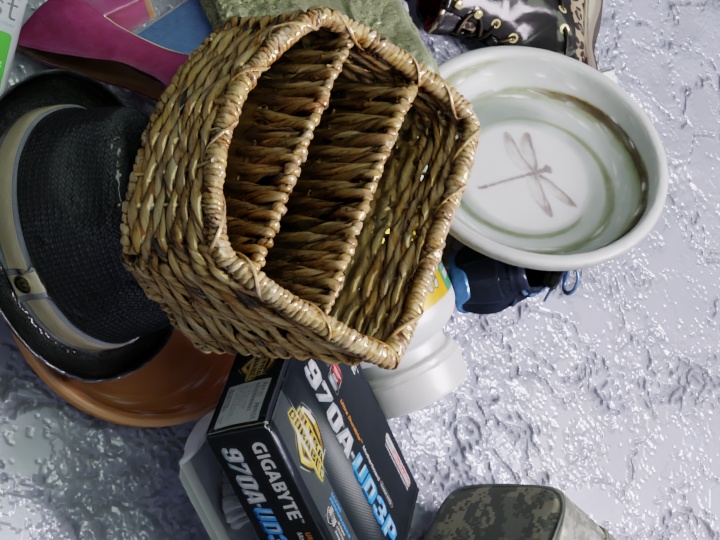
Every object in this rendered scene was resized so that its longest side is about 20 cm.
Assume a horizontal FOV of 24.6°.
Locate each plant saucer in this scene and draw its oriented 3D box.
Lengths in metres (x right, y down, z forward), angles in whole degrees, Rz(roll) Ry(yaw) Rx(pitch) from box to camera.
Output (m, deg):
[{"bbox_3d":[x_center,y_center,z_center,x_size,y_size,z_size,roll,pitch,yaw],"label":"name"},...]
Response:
[{"bbox_3d":[0.122,-0.073,1.200,0.199,0.050,0.201,6,55,-8],"label":"plant saucer"},{"bbox_3d":[-0.155,0.010,1.128,0.199,0.037,0.201,10,71,-30],"label":"plant saucer"}]

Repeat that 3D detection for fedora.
[{"bbox_3d":[-0.150,-0.032,1.032,0.200,0.091,0.202,14,73,-53],"label":"fedora"}]

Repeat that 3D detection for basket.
[{"bbox_3d":[-0.034,-0.059,0.986,0.143,0.148,0.201,56,47,-45],"label":"basket"}]

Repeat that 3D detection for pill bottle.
[{"bbox_3d":[0.000,0.000,1.172,0.113,0.113,0.201,-32,104,-36],"label":"pill bottle"}]

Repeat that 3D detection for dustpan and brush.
[{"bbox_3d":[-0.058,0.119,1.136,0.200,0.057,0.140,-81,151,-58],"label":"dustpan and brush"}]

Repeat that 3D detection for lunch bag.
[{"bbox_3d":[0.120,0.269,1.175,0.168,0.139,0.201,45,55,-33],"label":"lunch bag"}]

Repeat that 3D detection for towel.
[{"bbox_3d":[-0.036,-0.184,1.194,0.148,0.037,0.201,-11,50,-15],"label":"towel"}]

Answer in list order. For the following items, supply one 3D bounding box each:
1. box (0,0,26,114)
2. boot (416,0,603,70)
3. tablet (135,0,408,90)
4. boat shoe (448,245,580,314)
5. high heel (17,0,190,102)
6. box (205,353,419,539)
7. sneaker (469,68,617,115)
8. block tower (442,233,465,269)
[{"bbox_3d":[-0.328,-0.116,1.019,0.199,0.097,0.177,20,67,-26],"label":"box"},{"bbox_3d":[0.120,-0.184,1.349,0.150,0.073,0.201,15,76,-24],"label":"boot"},{"bbox_3d":[-0.071,-0.176,1.216,0.130,0.014,0.200,33,53,22],"label":"tablet"},{"bbox_3d":[0.132,-0.004,1.263,0.200,0.068,0.085,-42,120,-60],"label":"boat shoe"},{"bbox_3d":[-0.152,-0.120,1.113,0.096,0.067,0.200,-35,70,-10],"label":"high heel"},{"bbox_3d":[-0.026,0.129,1.090,0.159,0.046,0.201,-72,144,-54],"label":"box"},{"bbox_3d":[0.110,-0.099,1.282,0.199,0.074,0.082,-12,96,-1],"label":"sneaker"},{"bbox_3d":[0.003,-0.073,1.246,0.054,0.058,0.200,-40,100,-35],"label":"block tower"}]
